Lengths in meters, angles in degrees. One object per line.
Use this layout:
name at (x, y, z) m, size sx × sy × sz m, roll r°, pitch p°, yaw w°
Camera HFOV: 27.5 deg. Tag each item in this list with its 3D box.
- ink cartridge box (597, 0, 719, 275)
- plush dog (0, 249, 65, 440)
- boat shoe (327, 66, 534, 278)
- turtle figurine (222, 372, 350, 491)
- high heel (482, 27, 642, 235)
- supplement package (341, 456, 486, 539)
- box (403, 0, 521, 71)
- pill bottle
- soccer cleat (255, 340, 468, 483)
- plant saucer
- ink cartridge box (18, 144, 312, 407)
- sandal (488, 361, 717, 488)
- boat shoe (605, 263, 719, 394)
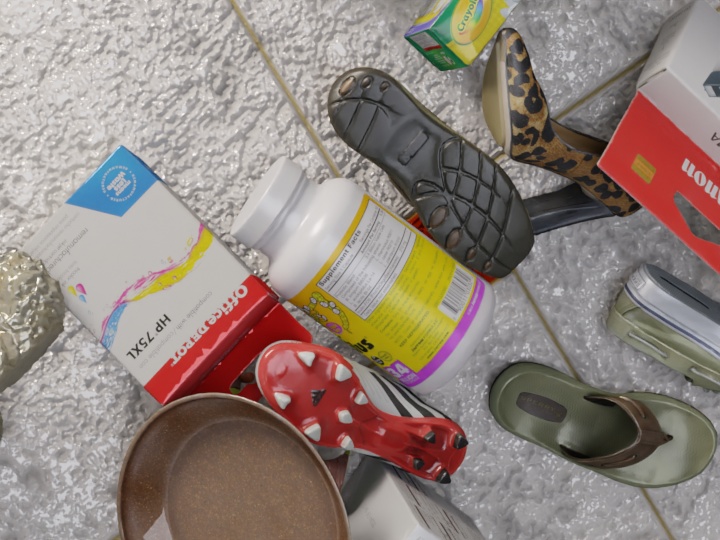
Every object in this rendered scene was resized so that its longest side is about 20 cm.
ink cartridge box at (0.297, -0.088, 1.159) m, size 0.199 × 0.045 × 0.177 m, roll 39°, pitch 55°, yaw -12°
plush dog at (-0.334, 0.054, 1.046) m, size 0.171 × 0.160 × 0.201 m, roll 38°, pitch 118°, yaw 9°
boat shoe at (0.057, -0.082, 1.144) m, size 0.076 × 0.074 × 0.200 m, roll -42°, pitch 96°, yaw 8°
turtle figurine at (-0.092, 0.148, 1.144) m, size 0.159 × 0.064 × 0.203 m, roll 17°, pitch 92°, yaw -2°
high heel at (0.170, -0.118, 1.137) m, size 0.141 × 0.072 × 0.202 m, roll -16°, pitch 132°, yaw -3°
supplement package at (0.022, 0.253, 1.119) m, size 0.110 × 0.200 × 0.157 m, roll 35°, pitch 92°, yaw -11°
box at (0.118, -0.244, 1.114) m, size 0.048 × 0.117 × 0.200 m, roll 41°, pitch 89°, yaw -10°
pill bottle at (0.000, 0.000, 1.132) m, size 0.199 × 0.104 × 0.105 m, roll 36°, pitch 90°, yaw -11°
soccer cleat at (-0.004, 0.106, 1.140) m, size 0.198 × 0.085 × 0.069 m, roll 26°, pitch 93°, yaw -27°
plant saucer at (-0.086, 0.183, 1.063) m, size 0.198 × 0.037 × 0.203 m, roll 6°, pitch 103°, yaw 26°
ink cartridge box at (-0.143, 0.020, 1.100) m, size 0.200 × 0.067 × 0.116 m, roll 44°, pitch 89°, yaw 7°
sandal at (0.200, 0.133, 1.207) m, size 0.198 × 0.057 × 0.081 m, roll 15°, pitch 95°, yaw -11°
boat shoe at (0.293, 0.068, 1.219) m, size 0.199 × 0.072 × 0.062 m, roll 33°, pitch 116°, yaw -9°
